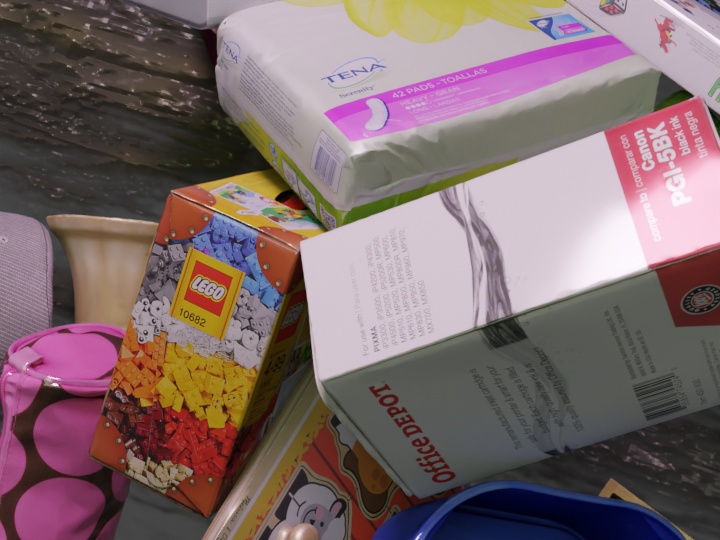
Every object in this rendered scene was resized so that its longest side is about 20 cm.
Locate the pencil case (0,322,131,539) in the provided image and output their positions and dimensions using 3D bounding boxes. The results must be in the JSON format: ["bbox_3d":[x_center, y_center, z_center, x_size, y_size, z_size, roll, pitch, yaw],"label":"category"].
[{"bbox_3d":[-0.179,0.129,0.771,0.091,0.093,0.202,40,120,54],"label":"pencil case"}]

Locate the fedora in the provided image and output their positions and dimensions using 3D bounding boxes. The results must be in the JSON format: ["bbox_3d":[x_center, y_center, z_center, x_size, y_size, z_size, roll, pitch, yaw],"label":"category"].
[{"bbox_3d":[-0.235,0.018,0.834,0.089,0.200,0.179,-8,113,-23],"label":"fedora"}]

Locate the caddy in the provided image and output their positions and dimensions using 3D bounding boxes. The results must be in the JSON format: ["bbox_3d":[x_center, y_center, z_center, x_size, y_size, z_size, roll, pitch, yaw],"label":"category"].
[{"bbox_3d":[0.092,0.184,0.689,0.198,0.105,0.143,13,75,-23],"label":"caddy"}]

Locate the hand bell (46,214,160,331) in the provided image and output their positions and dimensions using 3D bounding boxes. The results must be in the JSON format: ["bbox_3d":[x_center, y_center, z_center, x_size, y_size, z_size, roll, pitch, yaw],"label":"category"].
[{"bbox_3d":[-0.154,0.072,0.851,0.103,0.104,0.203,4,86,8],"label":"hand bell"}]

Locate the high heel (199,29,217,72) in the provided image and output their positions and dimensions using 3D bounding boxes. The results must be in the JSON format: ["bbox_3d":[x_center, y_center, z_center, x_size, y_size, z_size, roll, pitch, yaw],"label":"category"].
[{"bbox_3d":[-0.091,-0.198,0.907,0.067,0.096,0.202,-26,72,-2],"label":"high heel"}]

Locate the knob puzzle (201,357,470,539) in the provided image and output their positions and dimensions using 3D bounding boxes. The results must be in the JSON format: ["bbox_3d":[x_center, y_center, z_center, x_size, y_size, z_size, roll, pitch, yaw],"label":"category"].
[{"bbox_3d":[0.014,0.145,0.748,0.030,0.219,0.222,0,69,40],"label":"knob puzzle"}]

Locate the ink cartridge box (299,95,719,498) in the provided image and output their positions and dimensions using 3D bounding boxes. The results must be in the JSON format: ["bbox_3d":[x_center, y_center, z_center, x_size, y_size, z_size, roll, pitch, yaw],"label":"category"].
[{"bbox_3d":[0.088,0.020,0.646,0.198,0.147,0.084,-19,55,12],"label":"ink cartridge box"}]

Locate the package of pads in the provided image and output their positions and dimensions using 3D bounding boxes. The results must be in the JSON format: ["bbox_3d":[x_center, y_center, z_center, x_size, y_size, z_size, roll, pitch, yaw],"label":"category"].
[{"bbox_3d":[0.037,-0.101,0.737,0.198,0.069,0.155,-18,43,-26],"label":"package of pads"}]

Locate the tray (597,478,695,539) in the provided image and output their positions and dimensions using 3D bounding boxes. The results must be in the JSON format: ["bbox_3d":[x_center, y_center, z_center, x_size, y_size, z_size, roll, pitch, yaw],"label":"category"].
[{"bbox_3d":[0.126,0.232,0.779,0.098,0.037,0.201,35,79,16],"label":"tray"}]

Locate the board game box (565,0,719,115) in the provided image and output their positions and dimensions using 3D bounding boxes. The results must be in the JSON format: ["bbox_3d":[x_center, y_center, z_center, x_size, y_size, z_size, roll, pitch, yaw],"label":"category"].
[{"bbox_3d":[0.223,-0.110,0.772,0.200,0.126,0.035,43,117,26],"label":"board game box"}]

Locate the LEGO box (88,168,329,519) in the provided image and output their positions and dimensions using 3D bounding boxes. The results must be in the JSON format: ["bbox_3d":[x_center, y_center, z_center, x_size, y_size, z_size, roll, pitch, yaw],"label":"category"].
[{"bbox_3d":[-0.053,0.028,0.756,0.076,0.200,0.150,24,106,14],"label":"LEGO box"}]

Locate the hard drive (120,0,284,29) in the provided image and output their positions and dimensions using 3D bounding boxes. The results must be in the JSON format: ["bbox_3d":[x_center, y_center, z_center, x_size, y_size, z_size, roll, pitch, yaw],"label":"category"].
[{"bbox_3d":[-0.049,-0.179,0.831,0.131,0.198,0.027,26,120,44],"label":"hard drive"}]

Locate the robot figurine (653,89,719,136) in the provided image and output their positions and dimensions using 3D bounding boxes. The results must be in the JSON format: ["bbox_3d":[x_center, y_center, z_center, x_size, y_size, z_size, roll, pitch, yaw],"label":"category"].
[{"bbox_3d":[0.220,-0.005,0.787,0.200,0.116,0.175,50,46,1],"label":"robot figurine"}]
